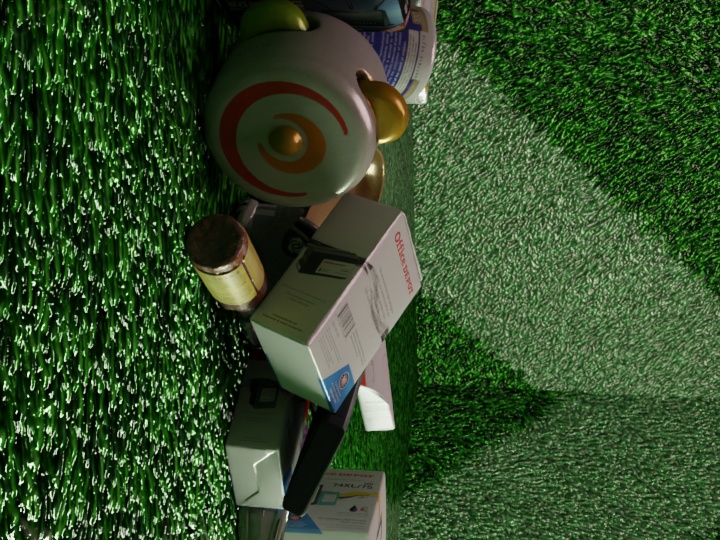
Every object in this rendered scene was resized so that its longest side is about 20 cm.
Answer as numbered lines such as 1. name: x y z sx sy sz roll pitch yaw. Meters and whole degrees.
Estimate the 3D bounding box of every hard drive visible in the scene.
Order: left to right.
1. hard drive: -0.039 0.185 1.454 0.200 0.033 0.140 -70 -176 -62

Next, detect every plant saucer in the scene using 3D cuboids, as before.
1. plant saucer: -0.038 -0.074 1.519 0.200 0.035 0.201 -48 155 -30

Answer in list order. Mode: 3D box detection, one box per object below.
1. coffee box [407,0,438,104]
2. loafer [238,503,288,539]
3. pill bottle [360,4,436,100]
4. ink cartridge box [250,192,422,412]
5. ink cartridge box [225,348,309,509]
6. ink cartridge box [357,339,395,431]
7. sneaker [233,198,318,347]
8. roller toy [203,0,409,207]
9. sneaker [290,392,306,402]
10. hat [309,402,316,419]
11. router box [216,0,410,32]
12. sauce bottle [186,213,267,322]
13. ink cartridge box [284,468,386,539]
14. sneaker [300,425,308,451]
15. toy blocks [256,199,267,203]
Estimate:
1. coffee box: 0.000 -0.373 1.653 0.198 0.199 0.201 81 14 -55
2. loafer: -0.113 0.369 1.500 0.070 0.069 0.201 -73 164 -64
3. pill bottle: -0.019 -0.281 1.469 0.120 0.199 0.120 -175 -90 -67
4. ink cartridge box: -0.022 0.035 1.352 0.200 0.084 0.145 -54 150 -26
5. ink cartridge box: -0.110 0.180 1.481 0.200 0.067 0.116 -79 169 -49
6. ink cartridge box: 0.011 0.105 1.652 0.200 0.057 0.163 86 -1 -53
7. sneaker: -0.086 0.010 1.422 0.075 0.115 0.201 -77 167 -55
8. roller toy: -0.065 -0.165 1.256 0.183 0.200 0.140 -52 -165 36
9. sneaker: -0.060 0.083 1.468 0.074 0.087 0.200 -42 -167 35
10. hat: -0.049 0.120 1.681 0.201 0.081 0.201 165 -90 -86
11. router box: -0.050 -0.304 1.266 0.150 0.199 0.062 45 47 -80
12. sauce bottle: -0.134 0.006 1.261 0.200 0.066 0.066 79 15 -67
13. ink cartridge box: -0.045 0.398 1.751 0.200 0.146 0.147 -65 156 -73
14. sneaker: -0.085 0.239 1.613 0.200 0.088 0.081 -73 161 -72
15. toy blocks: -0.092 -0.135 1.481 0.137 0.100 0.201 -40 140 -65
